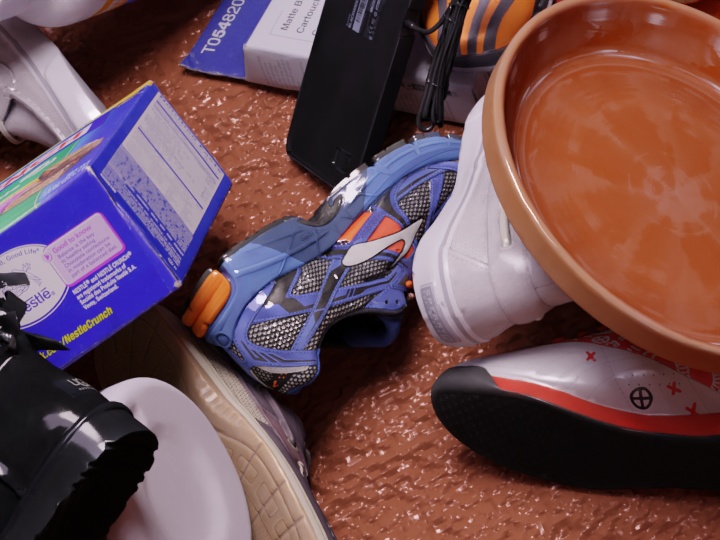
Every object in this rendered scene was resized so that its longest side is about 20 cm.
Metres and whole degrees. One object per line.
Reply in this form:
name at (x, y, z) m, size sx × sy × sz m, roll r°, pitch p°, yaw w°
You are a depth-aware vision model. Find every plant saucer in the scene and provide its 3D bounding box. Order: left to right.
plant saucer at (0.143, -0.038, 1.234) m, size 0.199 × 0.032 × 0.201 m, roll 15°, pitch 51°, yaw -19°

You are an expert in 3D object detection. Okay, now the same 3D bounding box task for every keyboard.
keyboard at (0.022, -0.130, 1.407) m, size 0.021 × 0.201 × 0.127 m, roll 4°, pitch 21°, yaw -35°

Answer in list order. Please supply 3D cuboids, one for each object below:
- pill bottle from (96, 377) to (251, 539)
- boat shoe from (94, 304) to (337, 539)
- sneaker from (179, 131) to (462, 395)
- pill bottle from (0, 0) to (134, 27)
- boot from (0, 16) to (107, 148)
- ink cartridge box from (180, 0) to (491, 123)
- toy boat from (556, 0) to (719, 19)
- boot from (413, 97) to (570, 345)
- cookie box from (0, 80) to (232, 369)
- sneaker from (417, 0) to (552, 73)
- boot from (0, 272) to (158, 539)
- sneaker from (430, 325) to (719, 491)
pill bottle at (-0.160, 0.135, 1.265) m, size 0.199 × 0.114 × 0.115 m, roll -24°, pitch 46°, yaw 25°
boat shoe at (-0.055, 0.091, 1.317) m, size 0.200 × 0.065 × 0.072 m, roll 51°, pitch 123°, yaw 29°
sneaker at (0.000, 0.000, 1.360) m, size 0.200 × 0.075 × 0.079 m, roll -34°, pitch 82°, yaw -33°
pill bottle at (-0.148, -0.198, 1.504) m, size 0.112 × 0.113 × 0.200 m, roll 25°, pitch 36°, yaw 34°
boot at (-0.201, -0.088, 1.523) m, size 0.095 × 0.074 × 0.200 m, roll -40°, pitch 43°, yaw -3°
ink cartridge box at (0.019, -0.179, 1.525) m, size 0.199 × 0.041 × 0.200 m, roll 11°, pitch 57°, yaw 28°
toy boat at (0.167, -0.130, 1.370) m, size 0.130 × 0.131 × 0.201 m, roll -20°, pitch 48°, yaw 4°
boot at (0.097, -0.036, 1.317) m, size 0.095 × 0.074 × 0.200 m, roll -15°, pitch 29°, yaw 26°
cookie box at (-0.160, -0.001, 1.337) m, size 0.171 × 0.075 × 0.200 m, roll -34°, pitch 10°, yaw 12°
sneaker at (0.063, -0.205, 1.428) m, size 0.077 × 0.112 × 0.201 m, roll 1°, pitch 54°, yaw 14°
boot at (-0.193, 0.090, 1.182) m, size 0.162 × 0.073 × 0.199 m, roll 38°, pitch 96°, yaw 26°
sneaker at (0.141, 0.044, 1.287) m, size 0.200 × 0.067 × 0.108 m, roll 5°, pitch 50°, yaw 23°
